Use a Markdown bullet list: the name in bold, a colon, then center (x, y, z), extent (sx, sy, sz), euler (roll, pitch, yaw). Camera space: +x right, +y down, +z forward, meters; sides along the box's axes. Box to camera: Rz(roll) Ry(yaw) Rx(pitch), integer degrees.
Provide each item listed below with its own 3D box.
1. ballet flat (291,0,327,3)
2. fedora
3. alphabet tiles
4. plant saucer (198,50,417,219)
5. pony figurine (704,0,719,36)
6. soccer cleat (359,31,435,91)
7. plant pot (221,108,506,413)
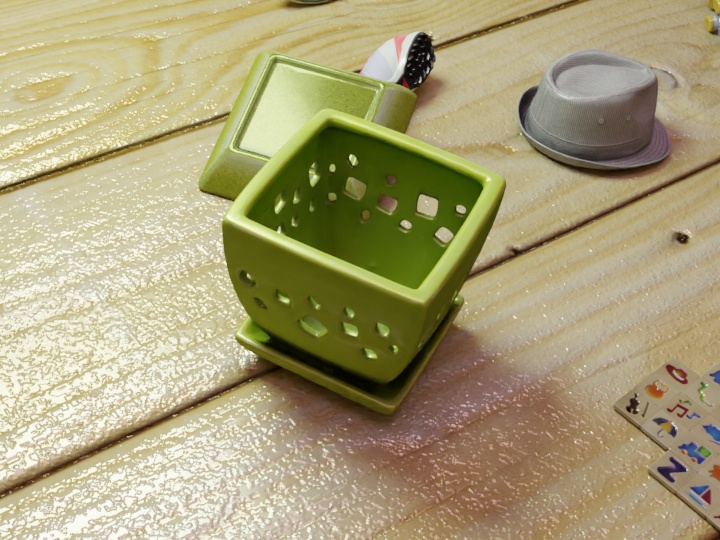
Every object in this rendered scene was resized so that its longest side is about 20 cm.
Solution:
- **ballet flat**: center (-0.038, -0.410, 1.560), extent (0.198, 0.070, 0.070), euler (-12, 46, -22)
- **fedora**: center (0.289, -0.205, 1.365), extent (0.198, 0.091, 0.178), euler (-2, 45, -11)
- **alphabet tiles**: center (0.340, 0.163, 1.048), extent (0.166, 0.008, 0.200), euler (-29, 54, -32)
- **plant saucer**: center (-0.056, -0.157, 1.249), extent (0.198, 0.048, 0.201), euler (16, 63, 8)
- **pony figurine**: center (0.582, -0.384, 1.574), extent (0.198, 0.168, 0.194), euler (-12, 37, 1)
- **soccer cleat**: center (0.021, -0.217, 1.369), extent (0.073, 0.068, 0.201), euler (0, 43, 36)
- **plant pot**: center (0.000, 0.000, 1.041), extent (0.199, 0.183, 0.199), euler (22, 44, 15)
